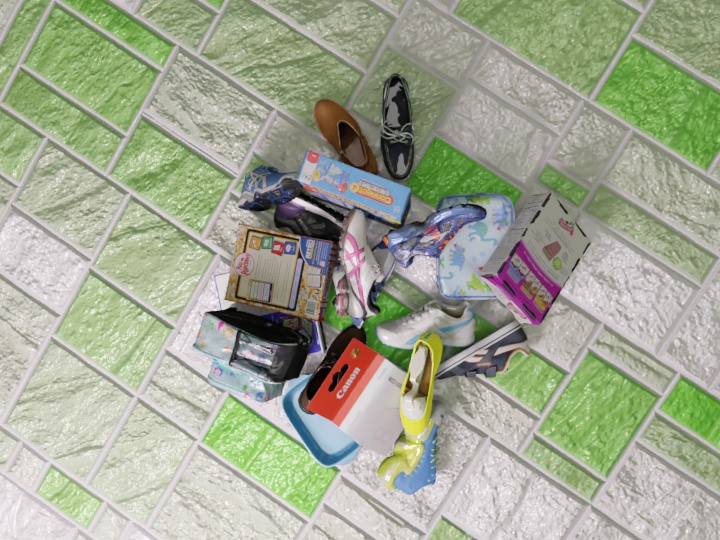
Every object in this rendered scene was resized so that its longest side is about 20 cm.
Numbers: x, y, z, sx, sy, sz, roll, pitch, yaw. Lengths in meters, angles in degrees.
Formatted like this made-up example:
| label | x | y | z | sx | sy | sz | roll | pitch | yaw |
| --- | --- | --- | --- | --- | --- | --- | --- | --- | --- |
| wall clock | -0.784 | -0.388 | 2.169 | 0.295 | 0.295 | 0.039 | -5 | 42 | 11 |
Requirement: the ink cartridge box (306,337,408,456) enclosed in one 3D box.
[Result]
| label | x | y | z | sx | sy | sz | roll | pitch | yaw |
| --- | --- | --- | --- | --- | --- | --- | --- | --- | --- |
| ink cartridge box | 0.019 | 0.245 | 1.205 | 0.199 | 0.057 | 0.164 | 36 | 88 | -39 |

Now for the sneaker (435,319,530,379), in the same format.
| label | x | y | z | sx | sy | sz | roll | pitch | yaw |
| --- | --- | --- | --- | --- | --- | --- | --- | --- | --- |
| sneaker | 0.235 | 0.175 | 1.225 | 0.198 | 0.078 | 0.080 | -29 | 84 | 5 |

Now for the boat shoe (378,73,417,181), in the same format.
| label | x | y | z | sx | sy | sz | roll | pitch | yaw |
| --- | --- | --- | --- | --- | --- | --- | --- | --- | --- |
| boat shoe | 0.074 | -0.278 | 1.235 | 0.073 | 0.062 | 0.205 | 2 | 93 | 4 |

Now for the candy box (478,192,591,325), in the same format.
| label | x | y | z | sx | sy | sz | roll | pitch | yaw |
| --- | --- | --- | --- | --- | --- | --- | --- | --- | --- |
| candy box | 0.321 | -0.022 | 1.163 | 0.136 | 0.061 | 0.201 | 45 | 72 | -20 |

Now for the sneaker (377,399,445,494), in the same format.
| label | x | y | z | sx | sy | sz | roll | pitch | yaw |
| --- | --- | --- | --- | --- | --- | --- | --- | --- | --- |
| sneaker | 0.124 | 0.356 | 1.257 | 0.104 | 0.076 | 0.201 | 37 | 95 | -15 |

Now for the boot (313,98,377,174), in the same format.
| label | x | y | z | sx | sy | sz | roll | pitch | yaw |
| --- | --- | --- | --- | --- | --- | --- | --- | --- | --- |
| boot | -0.032 | -0.261 | 1.198 | 0.073 | 0.155 | 0.201 | -39 | 84 | 6 |

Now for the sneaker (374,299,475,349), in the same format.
| label | x | y | z | sx | sy | sz | roll | pitch | yaw |
| --- | --- | --- | --- | --- | --- | --- | --- | --- | --- |
| sneaker | 0.124 | 0.101 | 1.229 | 0.196 | 0.077 | 0.082 | -4 | 112 | -3 |

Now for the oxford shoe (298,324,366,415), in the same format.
| label | x | y | z | sx | sy | sz | roll | pitch | yaw |
| --- | --- | --- | --- | --- | --- | --- | --- | --- | --- |
| oxford shoe | -0.044 | 0.187 | 1.229 | 0.072 | 0.085 | 0.202 | 32 | 66 | 2 |

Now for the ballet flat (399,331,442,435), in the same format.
| label | x | y | z | sx | sy | sz | roll | pitch | yaw |
| --- | --- | --- | --- | --- | --- | --- | --- | --- | --- |
| ballet flat | 0.104 | 0.213 | 1.174 | 0.066 | 0.067 | 0.204 | 15 | 98 | 23 |

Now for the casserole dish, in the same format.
| label | x | y | z | sx | sy | sz | roll | pitch | yaw |
| --- | --- | --- | --- | --- | --- | --- | --- | --- | --- |
| casserole dish | -0.074 | 0.298 | 1.282 | 0.120 | 0.039 | 0.202 | -35 | 89 | 6 |

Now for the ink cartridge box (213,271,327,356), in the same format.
| label | x | y | z | sx | sy | sz | roll | pitch | yaw |
| --- | --- | --- | --- | --- | --- | --- | --- | --- | --- |
| ink cartridge box | -0.181 | 0.085 | 1.283 | 0.196 | 0.043 | 0.202 | -11 | 91 | 6 |

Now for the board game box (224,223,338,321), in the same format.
| label | x | y | z | sx | sy | sz | roll | pitch | yaw |
| --- | --- | --- | --- | --- | --- | --- | --- | --- | --- |
| board game box | -0.153 | 0.002 | 1.223 | 0.196 | 0.046 | 0.155 | 12 | 90 | 14 |

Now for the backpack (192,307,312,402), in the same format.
| label | x | y | z | sx | sy | sz | roll | pitch | yaw |
| --- | --- | --- | --- | --- | --- | --- | --- | --- | --- |
| backpack | -0.210 | 0.151 | 1.181 | 0.197 | 0.177 | 0.153 | 24 | 90 | 9 |

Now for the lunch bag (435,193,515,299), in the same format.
| label | x | y | z | sx | sy | sz | roll | pitch | yaw |
| --- | --- | --- | --- | --- | --- | --- | --- | --- | --- |
| lunch bag | 0.222 | -0.044 | 1.217 | 0.157 | 0.082 | 0.205 | -2 | 92 | 7 |

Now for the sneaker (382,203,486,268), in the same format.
| label | x | y | z | sx | sy | sz | roll | pitch | yaw |
| --- | --- | --- | --- | --- | --- | --- | --- | --- | --- |
| sneaker | 0.141 | -0.066 | 1.158 | 0.197 | 0.075 | 0.080 | -22 | 92 | 24 |

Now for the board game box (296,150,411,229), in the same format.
| label | x | y | z | sx | sy | sz | roll | pitch | yaw |
| --- | --- | --- | --- | --- | --- | --- | --- | --- | --- |
| board game box | -0.005 | -0.144 | 1.180 | 0.197 | 0.196 | 0.057 | 21 | 89 | 5 |

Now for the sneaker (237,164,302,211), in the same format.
| label | x | y | z | sx | sy | sz | roll | pitch | yaw |
| --- | --- | --- | --- | --- | --- | --- | --- | --- | --- |
| sneaker | -0.179 | -0.167 | 1.217 | 0.198 | 0.075 | 0.079 | -6 | 79 | 50 |

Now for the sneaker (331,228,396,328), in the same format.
| label | x | y | z | sx | sy | sz | roll | pitch | yaw |
| --- | --- | --- | --- | --- | --- | --- | --- | --- | --- |
| sneaker | 0.000 | 0.001 | 1.243 | 0.114 | 0.081 | 0.202 | 29 | 96 | 2 |

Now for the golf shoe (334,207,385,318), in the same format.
| label | x | y | z | sx | sy | sz | roll | pitch | yaw |
| --- | --- | --- | --- | --- | --- | --- | --- | --- | --- |
| golf shoe | 0.003 | -0.013 | 1.177 | 0.090 | 0.073 | 0.204 | 3 | 101 | 7 |

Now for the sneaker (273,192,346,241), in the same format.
| label | x | y | z | sx | sy | sz | roll | pitch | yaw |
| --- | --- | --- | --- | --- | --- | --- | --- | --- | --- |
| sneaker | -0.081 | -0.083 | 1.262 | 0.198 | 0.076 | 0.089 | 29 | 104 | 12 |
